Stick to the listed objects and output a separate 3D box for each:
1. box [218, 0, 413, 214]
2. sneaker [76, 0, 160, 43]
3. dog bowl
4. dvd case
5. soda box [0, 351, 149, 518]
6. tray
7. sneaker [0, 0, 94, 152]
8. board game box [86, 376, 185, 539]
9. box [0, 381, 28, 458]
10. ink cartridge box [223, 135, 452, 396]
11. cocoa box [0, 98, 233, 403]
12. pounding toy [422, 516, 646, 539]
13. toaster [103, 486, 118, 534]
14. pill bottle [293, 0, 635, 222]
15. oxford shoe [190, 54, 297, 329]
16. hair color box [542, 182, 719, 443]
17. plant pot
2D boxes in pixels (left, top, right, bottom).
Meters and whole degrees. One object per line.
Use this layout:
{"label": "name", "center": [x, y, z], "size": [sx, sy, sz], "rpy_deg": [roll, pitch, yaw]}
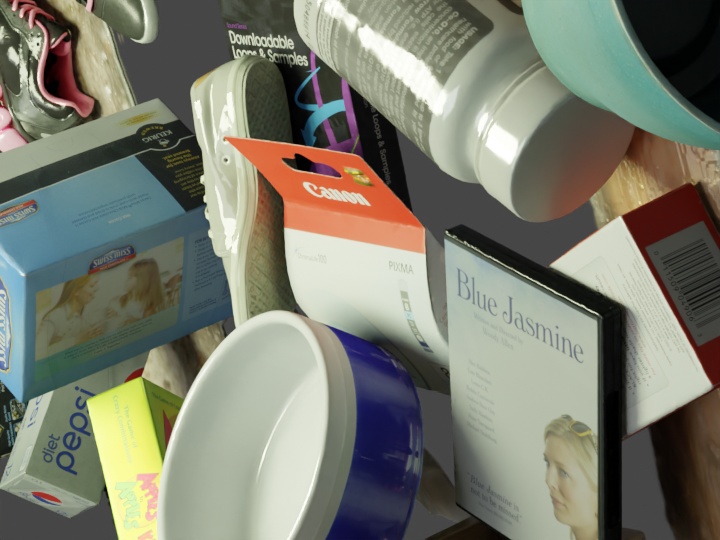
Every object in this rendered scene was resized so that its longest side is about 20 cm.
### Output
{"label": "box", "center": [-0.031, -0.106, 1.579], "size": [0.143, 0.036, 0.200], "rpy_deg": [11, 117, 54]}
{"label": "sneaker", "center": [-0.237, -0.230, 1.757], "size": [0.200, 0.099, 0.071], "rpy_deg": [49, 142, 27]}
{"label": "dog bowl", "center": [-0.048, 0.132, 1.499], "size": [0.200, 0.079, 0.200], "rpy_deg": [-35, 45, 44]}
{"label": "dvd case", "center": [0.103, 0.085, 1.387], "size": [0.143, 0.018, 0.200], "rpy_deg": [30, 133, 46]}
{"label": "soda box", "center": [-0.216, 0.090, 1.838], "size": [0.063, 0.068, 0.200], "rpy_deg": [-31, 37, 58]}
{"label": "tray", "center": [0.002, 0.099, 1.617], "size": [0.200, 0.022, 0.107], "rpy_deg": [46, 173, 32]}
{"label": "sneaker", "center": [-0.273, -0.193, 1.880], "size": [0.095, 0.079, 0.200], "rpy_deg": [-24, 89, 37]}
{"label": "board game box", "center": [-0.126, 0.183, 1.611], "size": [0.102, 0.048, 0.200], "rpy_deg": [36, -146, -61]}
{"label": "box", "center": [-0.279, 0.048, 1.932], "size": [0.046, 0.159, 0.200], "rpy_deg": [28, 131, 48]}
{"label": "ink cartridge box", "center": [0.000, 0.000, 1.499], "size": [0.160, 0.047, 0.200], "rpy_deg": [12, 149, 54]}
{"label": "cocoa box", "center": [-0.201, -0.017, 1.733], "size": [0.131, 0.200, 0.134], "rpy_deg": [44, 142, 34]}
{"label": "pounding toy", "center": [0.068, 0.259, 1.490], "size": [0.184, 0.200, 0.142], "rpy_deg": [2, 111, 57]}
{"label": "toaster", "center": [-0.110, 0.204, 1.765], "size": [0.181, 0.118, 0.200], "rpy_deg": [127, 135, -56]}
{"label": "pill bottle", "center": [0.061, -0.122, 1.353], "size": [0.200, 0.114, 0.114], "rpy_deg": [45, 142, 34]}
{"label": "oxford shoe", "center": [-0.079, -0.048, 1.579], "size": [0.058, 0.075, 0.200], "rpy_deg": [4, 107, 33]}
{"label": "hair color box", "center": [0.149, 0.041, 1.367], "size": [0.111, 0.064, 0.200], "rpy_deg": [62, 147, 7]}
{"label": "plant pot", "center": [0.172, -0.147, 1.115], "size": [0.188, 0.200, 0.200], "rpy_deg": [175, 75, -73]}
